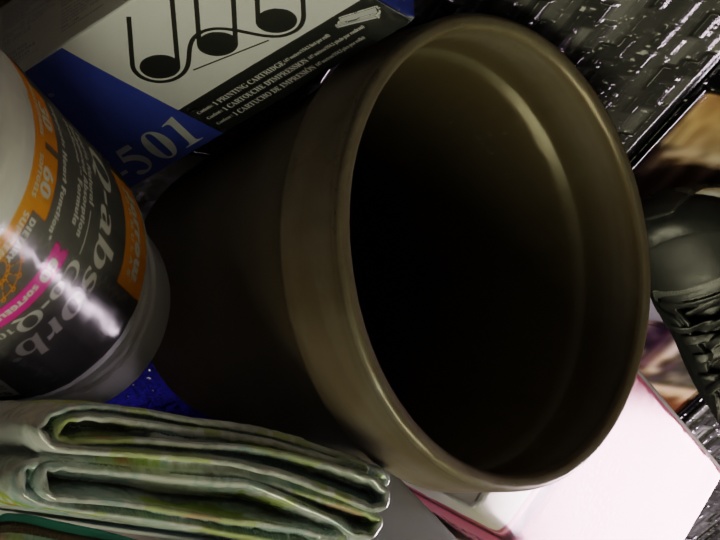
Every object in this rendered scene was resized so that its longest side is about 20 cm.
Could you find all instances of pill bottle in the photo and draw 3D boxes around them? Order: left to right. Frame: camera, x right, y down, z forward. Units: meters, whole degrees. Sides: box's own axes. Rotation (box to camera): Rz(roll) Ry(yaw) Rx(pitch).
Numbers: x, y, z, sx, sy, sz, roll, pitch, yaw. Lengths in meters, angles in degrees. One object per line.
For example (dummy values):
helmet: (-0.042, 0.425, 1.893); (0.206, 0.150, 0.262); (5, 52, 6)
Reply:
pill bottle: (-0.151, -0.014, 1.030); (0.116, 0.117, 0.200); (-11, 159, 12)

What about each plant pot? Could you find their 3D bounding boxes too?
plant pot: (0.000, 0.000, 1.132); (0.173, 0.201, 0.200); (-8, 156, 43)

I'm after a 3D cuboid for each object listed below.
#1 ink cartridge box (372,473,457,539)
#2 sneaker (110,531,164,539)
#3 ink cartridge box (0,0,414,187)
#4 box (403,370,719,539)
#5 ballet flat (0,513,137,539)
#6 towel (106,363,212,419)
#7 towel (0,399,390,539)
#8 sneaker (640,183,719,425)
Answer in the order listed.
ink cartridge box: (-0.006, 0.210, 1.182); (0.200, 0.145, 0.145); (48, 139, -7)
sneaker: (-0.041, 0.143, 1.304); (0.199, 0.088, 0.075); (8, 165, 19)
ink cartridge box: (-0.081, -0.095, 1.069); (0.200, 0.044, 0.094); (-27, 142, 35)
box: (0.075, 0.082, 1.285); (0.128, 0.109, 0.200); (27, 170, 35)
ballet flat: (-0.057, 0.146, 1.051); (0.199, 0.072, 0.069); (11, 169, -21)
towel: (-0.133, 0.067, 1.342); (0.199, 0.050, 0.148); (-22, 147, 28)
towel: (-0.104, 0.082, 1.071); (0.171, 0.048, 0.200); (13, 170, -32)
sneaker: (0.189, 0.030, 1.280); (0.075, 0.088, 0.200); (-18, 148, 23)
